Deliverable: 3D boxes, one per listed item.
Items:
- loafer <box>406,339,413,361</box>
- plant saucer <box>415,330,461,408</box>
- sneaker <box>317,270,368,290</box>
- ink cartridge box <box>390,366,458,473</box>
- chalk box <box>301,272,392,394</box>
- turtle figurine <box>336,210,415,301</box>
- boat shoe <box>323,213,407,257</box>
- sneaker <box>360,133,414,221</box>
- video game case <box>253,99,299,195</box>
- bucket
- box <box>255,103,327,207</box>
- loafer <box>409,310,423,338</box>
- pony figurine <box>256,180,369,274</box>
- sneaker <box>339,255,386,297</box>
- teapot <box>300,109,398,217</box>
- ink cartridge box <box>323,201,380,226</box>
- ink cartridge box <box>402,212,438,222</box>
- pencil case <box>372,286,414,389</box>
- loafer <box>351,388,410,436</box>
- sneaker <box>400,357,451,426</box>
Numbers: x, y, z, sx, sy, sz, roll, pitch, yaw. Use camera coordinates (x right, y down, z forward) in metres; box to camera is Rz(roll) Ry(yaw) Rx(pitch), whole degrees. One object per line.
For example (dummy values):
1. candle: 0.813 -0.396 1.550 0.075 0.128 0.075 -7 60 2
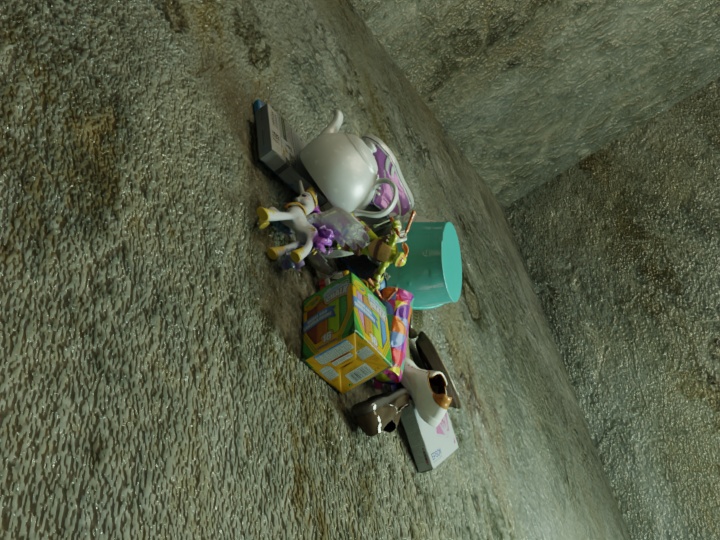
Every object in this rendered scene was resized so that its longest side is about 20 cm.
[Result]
1. loafer: 0.080 0.133 1.591 0.076 0.067 0.203 19 45 -59
2. plant saucer: 0.180 0.240 1.645 0.203 0.029 0.200 63 -4 7
3. sneaker: -0.004 0.067 1.461 0.199 0.081 0.079 39 28 -47
4. ink cartridge box: 0.142 0.313 1.505 0.196 0.043 0.204 -1 72 -66
5. chalk box: -0.028 0.100 1.307 0.124 0.123 0.202 45 24 -34
6. turtle figurine: 0.038 -0.055 1.407 0.159 0.204 0.064 29 28 22
7. boat shoe: 0.002 -0.074 1.488 0.071 0.196 0.065 -32 108 -74
8. sneaker: 0.036 -0.204 1.569 0.114 0.072 0.203 -34 95 -32
9. video game case: -0.186 -0.282 1.583 0.143 0.018 0.203 39 30 -44
10. bucket: 0.145 -0.013 1.559 0.206 0.132 0.213 -4 90 -68
11. box: -0.152 -0.253 1.541 0.199 0.041 0.158 39 30 -44
12. loafer: 0.112 0.074 1.736 0.076 0.066 0.205 35 48 -54
13. pony figurine: -0.103 -0.076 1.361 0.194 0.166 0.200 51 36 -1
14. sneaker: 0.000 0.000 1.571 0.201 0.065 0.080 -128 -159 -47
15. teapot: -0.024 -0.217 1.481 0.201 0.145 0.198 52 5 -24
16. ink cartridge box: -0.009 -0.154 1.646 0.202 0.144 0.048 59 11 -2
17. ink cartridge box: 0.092 -0.094 1.743 0.196 0.085 0.145 18 22 6
18. pencil case: 0.059 0.136 1.431 0.088 0.087 0.204 40 53 -40
19. loafer: 0.042 0.276 1.333 0.199 0.072 0.073 -2 74 -62
20. sneaker: 0.138 0.230 1.438 0.072 0.085 0.201 26 16 -30
